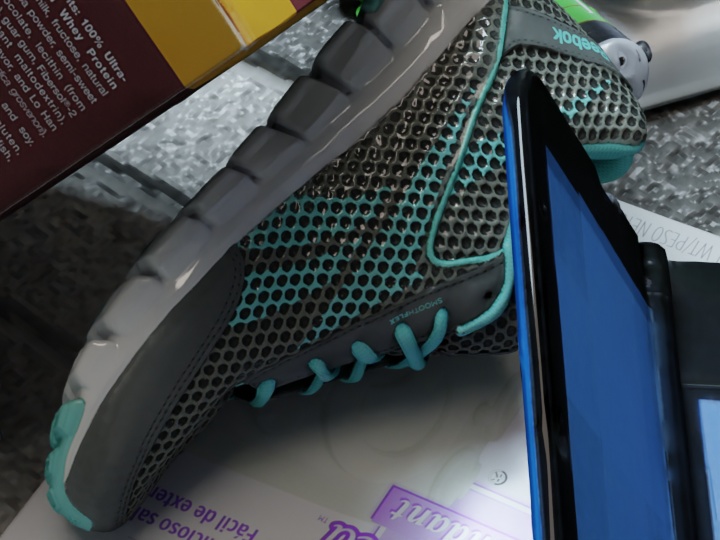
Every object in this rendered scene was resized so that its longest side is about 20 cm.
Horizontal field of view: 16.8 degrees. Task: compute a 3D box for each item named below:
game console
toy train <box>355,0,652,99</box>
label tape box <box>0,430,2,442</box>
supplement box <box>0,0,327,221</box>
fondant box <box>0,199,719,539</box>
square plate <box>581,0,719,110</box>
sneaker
[{"bbox_3d":[0.110,0.066,0.580,0.171,0.118,0.200,3,63,-10],"label":"game console"},{"bbox_3d":[0.036,-0.085,0.779,0.056,0.042,0.200,-18,28,-10],"label":"toy train"},{"bbox_3d":[-0.223,0.011,0.750,0.200,0.066,0.143,-17,49,-5],"label":"label tape box"},{"bbox_3d":[-0.086,-0.100,0.648,0.200,0.133,0.197,-30,8,36],"label":"supplement box"},{"bbox_3d":[0.009,0.056,0.687,0.144,0.058,0.200,21,56,23],"label":"fondant box"},{"bbox_3d":[0.130,-0.149,0.870,0.198,0.028,0.200,-17,50,-7],"label":"square plate"},{"bbox_3d":[0.000,0.000,0.645,0.091,0.078,0.200,41,81,3],"label":"sneaker"}]
